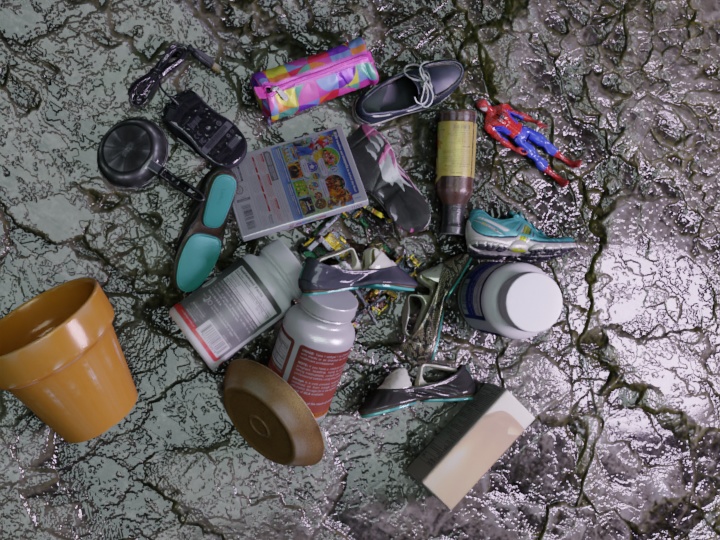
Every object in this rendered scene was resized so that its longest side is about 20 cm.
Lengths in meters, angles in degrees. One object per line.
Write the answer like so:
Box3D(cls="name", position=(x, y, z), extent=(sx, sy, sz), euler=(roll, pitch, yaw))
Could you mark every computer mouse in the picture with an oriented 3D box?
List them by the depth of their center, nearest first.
Box3D(cls="computer mouse", position=(-0.246, -0.253, 1.646), extent=(0.200, 0.046, 0.140), euler=(36, 71, -10))

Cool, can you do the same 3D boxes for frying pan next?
Box3D(cls="frying pan", position=(-0.326, -0.150, 1.598), extent=(0.115, 0.031, 0.190), euler=(-34, 71, 1))

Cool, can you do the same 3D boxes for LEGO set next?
Box3D(cls="LEGO set", position=(0.002, -0.022, 1.659), extent=(0.154, 0.116, 0.200), euler=(-35, 98, -9))

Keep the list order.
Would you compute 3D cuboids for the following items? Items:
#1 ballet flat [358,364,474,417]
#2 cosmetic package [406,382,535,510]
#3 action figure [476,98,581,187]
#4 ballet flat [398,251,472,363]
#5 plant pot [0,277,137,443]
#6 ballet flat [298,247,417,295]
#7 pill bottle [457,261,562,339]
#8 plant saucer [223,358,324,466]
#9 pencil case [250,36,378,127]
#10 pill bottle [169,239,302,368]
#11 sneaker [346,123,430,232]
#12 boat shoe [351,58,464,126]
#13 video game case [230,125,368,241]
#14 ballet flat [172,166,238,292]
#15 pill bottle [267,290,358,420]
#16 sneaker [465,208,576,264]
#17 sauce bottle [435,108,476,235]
Box3D(cls="ballet flat", position=(0.086, 0.187, 1.704), extent=(0.200, 0.068, 0.068), euler=(-7, 84, -22))
Box3D(cls="cosmetic package", position=(0.175, 0.278, 1.709), extent=(0.071, 0.105, 0.200), euler=(45, 84, -9))
Box3D(cls="action figure", position=(0.271, -0.217, 1.751), extent=(0.200, 0.052, 0.065), euler=(35, 88, -8))
Box3D(cls="ballet flat", position=(0.112, 0.047, 1.702), extent=(0.075, 0.068, 0.200), euler=(24, 75, -3))
Box3D(cls="plant pot", position=(-0.423, 0.141, 1.548), extent=(0.200, 0.200, 0.183), euler=(-31, 113, -10))
Box3D(cls="ballet flat", position=(0.000, 0.000, 1.571), extent=(0.200, 0.073, 0.073), euler=(-1, 91, -31))
Box3D(cls="pill bottle", position=(0.236, 0.046, 1.668), extent=(0.120, 0.200, 0.120), euler=(0, 91, -12))
Box3D(cls="plant saucer", position=(-0.140, 0.223, 1.593), extent=(0.035, 0.200, 0.200), euler=(-41, 99, -35))
Box3D(cls="pencil case", position=(-0.073, -0.295, 1.657), extent=(0.200, 0.088, 0.088), euler=(-23, 95, -12))
Box3D(cls="pill bottle", position=(-0.179, 0.047, 1.625), extent=(0.200, 0.114, 0.114), euler=(-37, 98, -9))
Box3D(cls="sneaker", position=(0.042, -0.135, 1.692), extent=(0.080, 0.086, 0.200), euler=(-32, 77, 6))
Box3D(cls="boat shoe", position=(0.080, -0.289, 1.701), extent=(0.200, 0.062, 0.075), euler=(-20, 92, -12))
Box3D(cls="video game case", position=(-0.104, -0.135, 1.645), extent=(0.200, 0.018, 0.143), euler=(-17, 65, -5))
Box3D(cls="ballet flat", position=(-0.239, -0.065, 1.629), extent=(0.068, 0.068, 0.200), euler=(19, 99, -31))
Box3D(cls="pill bottle", position=(-0.074, 0.121, 1.613), extent=(0.112, 0.112, 0.200), euler=(15, 115, -12))
Box3D(cls="sneaker", position=(0.263, -0.059, 1.733), extent=(0.200, 0.078, 0.080), euler=(8, 69, -23))
Box3D(cls="sauce bottle", position=(0.151, -0.157, 1.716), extent=(0.065, 0.065, 0.200), euler=(4, 89, -12))
